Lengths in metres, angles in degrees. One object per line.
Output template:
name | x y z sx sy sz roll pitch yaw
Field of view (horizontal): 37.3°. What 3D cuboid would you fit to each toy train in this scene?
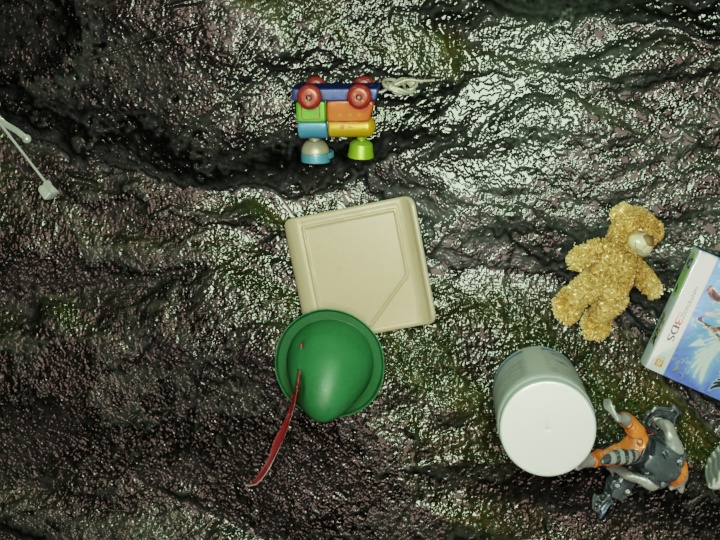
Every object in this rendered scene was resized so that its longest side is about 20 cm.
toy train | 0.006 -0.207 1.486 0.196 0.085 0.118 1 109 6

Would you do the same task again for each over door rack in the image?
over door rack | -0.533 -0.132 1.547 0.147 0.066 0.201 -41 72 11

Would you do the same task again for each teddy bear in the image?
teddy bear | 0.351 0.006 1.487 0.200 0.067 0.145 -41 95 11

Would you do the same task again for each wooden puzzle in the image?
wooden puzzle | 0.000 0.000 1.541 0.197 0.037 0.188 -10 98 12

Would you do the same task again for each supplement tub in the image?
supplement tub | 0.247 0.187 1.458 0.129 0.200 0.134 1 99 6

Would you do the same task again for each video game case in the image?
video game case | 0.522 0.090 1.494 0.197 0.045 0.184 23 101 2

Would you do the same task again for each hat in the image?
hat | -0.056 0.180 1.485 0.163 0.176 0.203 9 112 3

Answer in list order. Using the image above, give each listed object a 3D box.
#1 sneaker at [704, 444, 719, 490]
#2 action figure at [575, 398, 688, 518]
sneaker | 0.564 0.242 1.481 0.081 0.076 0.201 17 137 -12
action figure | 0.380 0.280 1.501 0.191 0.105 0.202 20 106 -23
